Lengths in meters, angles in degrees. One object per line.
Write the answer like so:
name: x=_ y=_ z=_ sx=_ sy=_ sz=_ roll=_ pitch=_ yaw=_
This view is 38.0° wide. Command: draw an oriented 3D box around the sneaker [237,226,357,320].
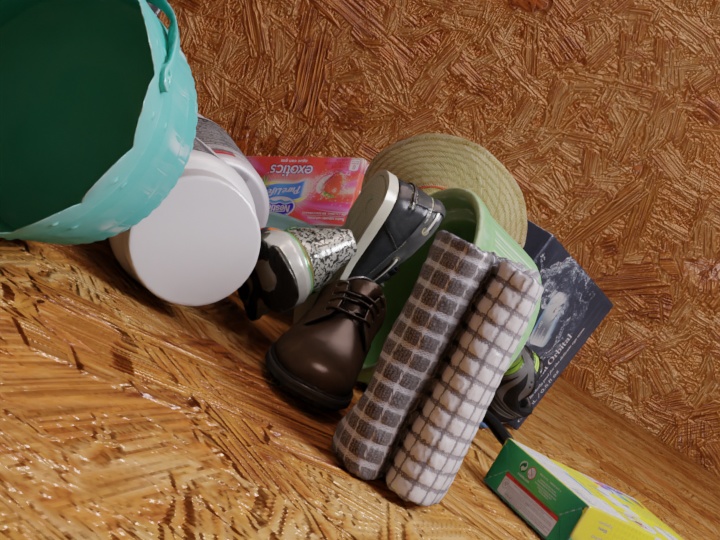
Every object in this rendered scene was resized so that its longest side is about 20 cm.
sneaker: x=-0.058 y=-0.005 z=0.890 sx=0.200 sy=0.088 sz=0.077 roll=2 pitch=-69 yaw=68

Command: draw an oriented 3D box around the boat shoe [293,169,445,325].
boat shoe: x=0.000 y=0.000 z=0.923 sx=0.067 sy=0.200 sz=0.072 roll=19 pitch=41 yaw=-24

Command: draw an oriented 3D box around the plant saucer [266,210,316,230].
plant saucer: x=-0.107 y=-0.041 z=1.185 sx=0.200 sy=0.039 sz=0.201 roll=15 pitch=10 yaw=-3

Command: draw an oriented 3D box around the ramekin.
ramekin: x=0.069 y=0.033 z=0.949 sx=0.098 sy=0.200 sz=0.200 roll=38 pitch=1 yaw=-24

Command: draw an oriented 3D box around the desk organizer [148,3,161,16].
desk organizer: x=-0.227 y=-0.143 z=0.787 sx=0.077 sy=0.200 sz=0.072 roll=29 pitch=5 yaw=-9

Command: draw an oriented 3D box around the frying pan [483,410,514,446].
frying pan: x=0.100 y=0.129 z=1.047 sx=0.115 sy=0.031 sz=0.190 roll=91 pitch=-23 yaw=-59

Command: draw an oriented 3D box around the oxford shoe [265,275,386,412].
oxford shoe: x=-0.021 y=0.045 z=0.801 sx=0.073 sy=0.085 sz=0.200 roll=28 pitch=17 yaw=-2

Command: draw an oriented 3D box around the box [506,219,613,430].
box: x=0.165 y=0.053 z=1.226 sx=0.117 sy=0.197 sz=0.200 roll=37 pitch=-1 yaw=42

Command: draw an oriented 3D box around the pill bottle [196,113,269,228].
pill bottle: x=-0.173 y=-0.096 z=1.095 sx=0.114 sy=0.114 sz=0.200 roll=29 pitch=11 yaw=-30

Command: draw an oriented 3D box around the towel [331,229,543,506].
towel: x=0.056 y=0.060 z=0.721 sx=0.085 sy=0.166 sz=0.200 roll=26 pitch=3 yaw=8

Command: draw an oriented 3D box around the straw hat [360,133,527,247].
straw hat: x=0.065 y=-0.038 z=1.072 sx=0.201 sy=0.201 sz=0.085 roll=32 pitch=43 yaw=10

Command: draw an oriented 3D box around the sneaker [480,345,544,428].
sneaker: x=0.145 y=0.083 z=1.068 sx=0.071 sy=0.082 sz=0.200 roll=-92 pitch=174 yaw=-47

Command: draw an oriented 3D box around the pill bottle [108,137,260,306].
pill bottle: x=-0.145 y=-0.045 z=0.823 sx=0.114 sy=0.114 sz=0.200 roll=30 pitch=4 yaw=-23

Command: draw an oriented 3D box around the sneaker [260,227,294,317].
sneaker: x=-0.045 y=-0.005 z=1.074 sx=0.200 sy=0.077 sz=0.112 roll=41 pitch=34 yaw=-37

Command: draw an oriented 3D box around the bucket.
bucket: x=-0.204 y=-0.111 z=0.649 sx=0.207 sy=0.207 sz=0.135 roll=32 pitch=0 yaw=9

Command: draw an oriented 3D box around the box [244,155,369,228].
box: x=-0.072 y=-0.080 z=1.325 sx=0.199 sy=0.095 sz=0.103 roll=5 pitch=-22 yaw=28

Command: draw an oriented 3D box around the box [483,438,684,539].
box: x=0.206 y=0.211 z=0.853 sx=0.200 sy=0.048 sz=0.117 roll=27 pitch=5 yaw=-30
